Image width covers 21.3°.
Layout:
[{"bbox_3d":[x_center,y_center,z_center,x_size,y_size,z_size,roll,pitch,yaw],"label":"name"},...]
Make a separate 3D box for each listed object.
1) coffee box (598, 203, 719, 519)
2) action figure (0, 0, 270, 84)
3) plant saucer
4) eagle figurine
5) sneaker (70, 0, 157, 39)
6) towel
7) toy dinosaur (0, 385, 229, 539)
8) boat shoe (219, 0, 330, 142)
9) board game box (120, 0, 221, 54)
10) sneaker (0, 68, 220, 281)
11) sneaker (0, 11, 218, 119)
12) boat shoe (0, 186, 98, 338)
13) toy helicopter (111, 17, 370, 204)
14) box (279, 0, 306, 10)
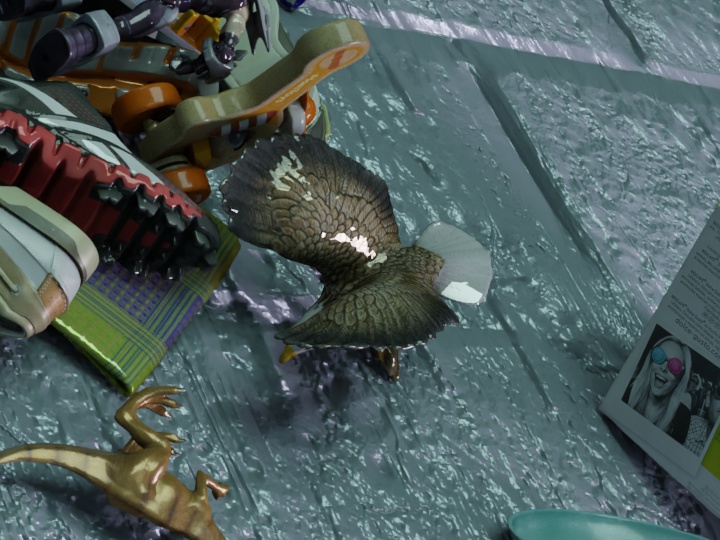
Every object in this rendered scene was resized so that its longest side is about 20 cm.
[{"bbox_3d":[0.348,0.082,1.449,0.199,0.198,0.200,-2,36,-46],"label":"coffee box"},{"bbox_3d":[-0.137,-0.184,1.269,0.200,0.069,0.130,-20,81,-34],"label":"action figure"},{"bbox_3d":[0.191,0.204,1.261,0.199,0.036,0.200,11,6,-1],"label":"plant saucer"},{"bbox_3d":[-0.004,0.006,1.266,0.151,0.200,0.151,14,73,15],"label":"eagle figurine"},{"bbox_3d":[-0.240,-0.209,1.362,0.200,0.081,0.083,27,17,-31],"label":"sneaker"},{"bbox_3d":[-0.163,-0.013,1.238,0.143,0.023,0.200,38,34,-7],"label":"towel"},{"bbox_3d":[-0.132,0.116,1.084,0.200,0.060,0.106,29,36,-18],"label":"toy dinosaur"},{"bbox_3d":[-0.077,-0.152,1.453,0.202,0.072,0.060,60,-5,46],"label":"boat shoe"},{"bbox_3d":[-0.179,-0.258,1.383,0.200,0.026,0.200,37,23,-24],"label":"board game box"},{"bbox_3d":[-0.174,-0.066,1.202,0.200,0.071,0.098,26,38,-19],"label":"sneaker"},{"bbox_3d":[-0.200,-0.144,1.317,0.199,0.078,0.077,17,9,-25],"label":"sneaker"},{"bbox_3d":[-0.254,-0.032,1.113,0.200,0.075,0.068,28,60,9],"label":"boat shoe"},{"bbox_3d":[-0.060,-0.109,1.252,0.132,0.200,0.079,-6,72,-46],"label":"toy helicopter"},{"bbox_3d":[-0.064,-0.347,1.654,0.184,0.105,0.200,41,32,0],"label":"box"}]
